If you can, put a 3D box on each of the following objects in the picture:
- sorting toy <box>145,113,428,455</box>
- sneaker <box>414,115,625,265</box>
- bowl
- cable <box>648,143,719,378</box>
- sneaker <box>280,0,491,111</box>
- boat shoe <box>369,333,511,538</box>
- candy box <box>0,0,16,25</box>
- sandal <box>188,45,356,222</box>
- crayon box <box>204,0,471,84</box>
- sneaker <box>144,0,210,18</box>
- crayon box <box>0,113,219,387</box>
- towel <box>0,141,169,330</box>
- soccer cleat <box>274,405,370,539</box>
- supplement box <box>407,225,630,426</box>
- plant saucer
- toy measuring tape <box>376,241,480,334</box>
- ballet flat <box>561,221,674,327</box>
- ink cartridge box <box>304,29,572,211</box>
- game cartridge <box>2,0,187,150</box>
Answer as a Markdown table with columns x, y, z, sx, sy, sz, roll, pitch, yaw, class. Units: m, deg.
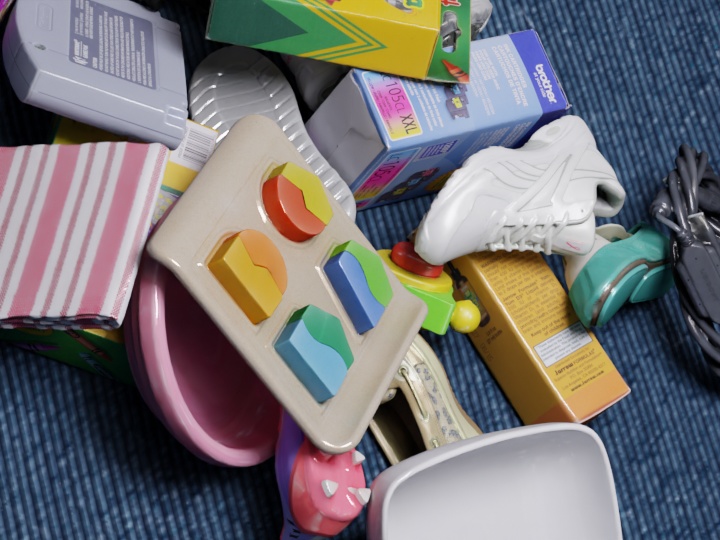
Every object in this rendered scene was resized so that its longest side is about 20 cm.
| x | y | z | sx | sy | sz | roll | pitch | yaw | class |
| --- | --- | --- | --- | --- | --- | --- | --- | --- | --- |
| -0.041 | 0.004 | 1.526 | 0.200 | 0.036 | 0.185 | 48 | 38 | -14 | sorting toy |
| 0.128 | -0.045 | 1.643 | 0.200 | 0.078 | 0.099 | -29 | 67 | -35 | sneaker |
| 0.089 | 0.211 | 1.564 | 0.200 | 0.075 | 0.200 | -12 | 100 | -28 | bowl |
| 0.287 | -0.001 | 1.768 | 0.200 | 0.051 | 0.163 | 58 | 24 | -24 | cable |
| 0.017 | -0.202 | 1.750 | 0.200 | 0.078 | 0.099 | -21 | 65 | -36 | sneaker |
| 0.032 | 0.105 | 1.619 | 0.063 | 0.073 | 0.200 | -35 | 84 | -35 | boat shoe |
| -0.258 | -0.256 | 1.622 | 0.061 | 0.136 | 0.200 | 32 | 57 | -7 | candy box |
| -0.073 | -0.087 | 1.676 | 0.082 | 0.050 | 0.203 | -24 | 59 | -12 | sandal |
| -0.010 | -0.210 | 1.632 | 0.199 | 0.051 | 0.127 | 10 | 43 | -6 | crayon box |
| -0.093 | -0.239 | 1.723 | 0.200 | 0.070 | 0.100 | -10 | 67 | -24 | sneaker |
| -0.186 | -0.030 | 1.594 | 0.119 | 0.058 | 0.200 | 20 | 60 | -14 | crayon box |
| -0.233 | -0.022 | 1.518 | 0.199 | 0.030 | 0.147 | -1 | 58 | 23 | towel |
| -0.037 | 0.099 | 1.560 | 0.067 | 0.076 | 0.200 | 20 | 49 | -34 | soccer cleat |
| 0.121 | 0.033 | 1.697 | 0.069 | 0.067 | 0.200 | -29 | 81 | -32 | supplement box |
| -0.104 | 0.040 | 1.555 | 0.200 | 0.051 | 0.201 | 18 | 68 | -57 | plant saucer |
| 0.000 | 0.000 | 1.670 | 0.200 | 0.074 | 0.074 | 23 | 58 | 8 | toy measuring tape |
| 0.194 | -0.001 | 1.713 | 0.070 | 0.067 | 0.200 | 38 | 21 | 15 | ballet flat |
| 0.066 | -0.116 | 1.701 | 0.200 | 0.136 | 0.076 | -17 | 76 | -29 | ink cartridge box |
| -0.195 | -0.157 | 1.606 | 0.133 | 0.041 | 0.200 | 22 | 23 | -17 | game cartridge |
